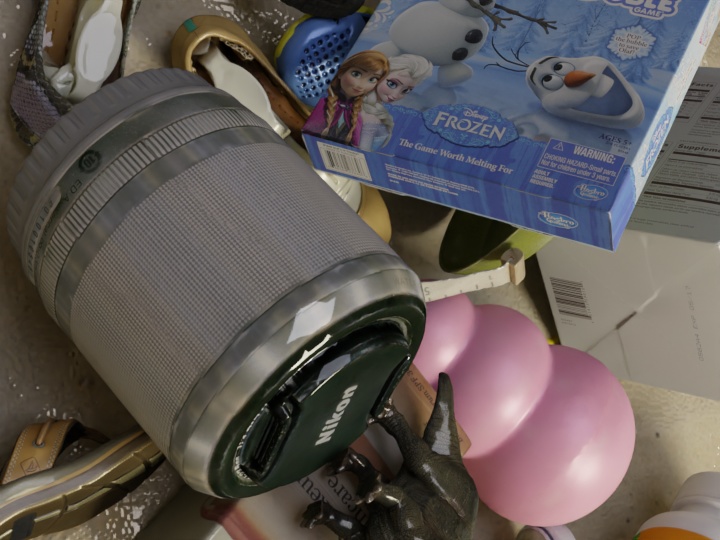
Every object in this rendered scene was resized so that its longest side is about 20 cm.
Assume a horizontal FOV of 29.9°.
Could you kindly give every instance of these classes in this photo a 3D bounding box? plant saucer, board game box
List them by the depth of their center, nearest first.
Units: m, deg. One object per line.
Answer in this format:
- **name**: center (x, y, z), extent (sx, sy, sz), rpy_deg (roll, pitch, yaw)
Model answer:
- **board game box**: center (0.096, -0.124, 0.826), extent (0.199, 0.199, 0.043), rpy_deg (-61, 153, -26)
- **plant saucer**: center (0.128, -0.071, 0.913), extent (0.031, 0.200, 0.200), rpy_deg (37, 59, -11)

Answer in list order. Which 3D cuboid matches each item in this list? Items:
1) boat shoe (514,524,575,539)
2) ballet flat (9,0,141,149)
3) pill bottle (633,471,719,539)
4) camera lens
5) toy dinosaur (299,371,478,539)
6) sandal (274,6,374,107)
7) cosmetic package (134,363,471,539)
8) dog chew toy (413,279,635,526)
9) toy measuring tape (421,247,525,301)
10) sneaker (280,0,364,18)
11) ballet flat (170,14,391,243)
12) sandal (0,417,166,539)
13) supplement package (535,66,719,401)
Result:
- **boat shoe**: center (0.114, 0.268, 0.905), extent (0.062, 0.072, 0.201), rpy_deg (9, 75, -29)
- **ballet flat**: center (-0.157, -0.166, 0.810), extent (0.072, 0.072, 0.201), rpy_deg (20, 68, -32)
- **pill bottle**: center (0.233, 0.246, 0.972), extent (0.111, 0.111, 0.200), rpy_deg (48, 55, -17)
- **camera lens**: center (-0.076, 0.008, 0.726), extent (0.160, 0.160, 0.200), rpy_deg (-26, 62, -38)
- **toy dinosaur**: center (0.031, 0.138, 0.770), extent (0.102, 0.077, 0.200), rpy_deg (45, 24, -16)
- **sandal**: center (0.034, -0.115, 0.916), extent (0.200, 0.080, 0.087), rpy_deg (18, 26, -29)
- **cosmetic package**: center (-0.035, 0.139, 0.813), extent (0.103, 0.087, 0.200), rpy_deg (52, 55, -16)
- **dog chew toy**: center (0.087, 0.081, 0.905), extent (0.200, 0.124, 0.125), rpy_deg (38, 59, -13)
- **toy measuring tape**: center (0.000, 0.000, 0.851), extent (0.199, 0.074, 0.074), rpy_deg (-14, 87, -2)
- **sneaker**: center (-0.050, -0.253, 0.889), extent (0.200, 0.077, 0.089), rpy_deg (53, 36, 9)
- **ballet flat**: center (-0.051, -0.077, 0.866), extent (0.069, 0.063, 0.200), rpy_deg (-42, 104, 0)
- **sandal**: center (-0.181, 0.114, 0.730), extent (0.200, 0.080, 0.054), rpy_deg (-23, 71, -34)
- **supplement package**: center (0.247, -0.033, 0.997), extent (0.200, 0.150, 0.152), rpy_deg (-49, 134, -34)
